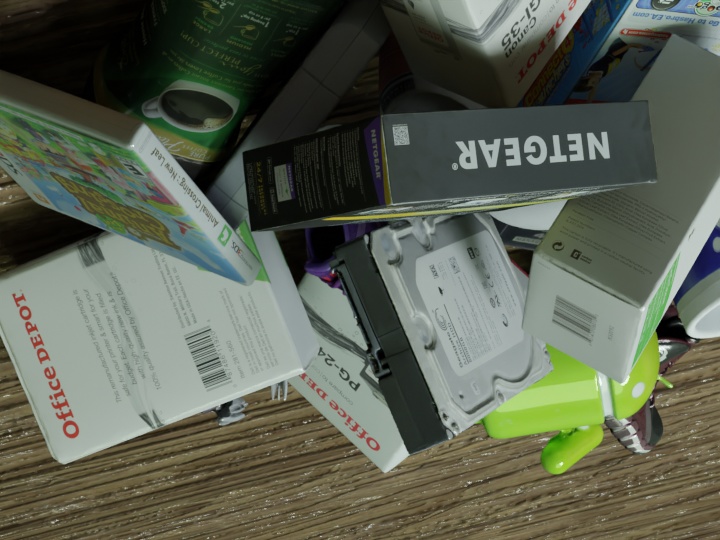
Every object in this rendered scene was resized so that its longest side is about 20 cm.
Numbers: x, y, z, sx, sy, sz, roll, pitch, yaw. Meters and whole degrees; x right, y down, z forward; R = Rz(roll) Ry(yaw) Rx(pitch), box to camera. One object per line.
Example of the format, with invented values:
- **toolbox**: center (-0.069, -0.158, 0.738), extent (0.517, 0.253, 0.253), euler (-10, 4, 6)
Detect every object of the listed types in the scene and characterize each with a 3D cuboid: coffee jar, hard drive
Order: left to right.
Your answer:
- **coffee jar**: center (-0.097, -0.143, 1.171), extent (0.103, 0.086, 0.200), euler (17, 136, -27)
- **hard drive**: center (0.058, 0.029, 1.231), extent (0.038, 0.141, 0.200), euler (-24, 179, 28)

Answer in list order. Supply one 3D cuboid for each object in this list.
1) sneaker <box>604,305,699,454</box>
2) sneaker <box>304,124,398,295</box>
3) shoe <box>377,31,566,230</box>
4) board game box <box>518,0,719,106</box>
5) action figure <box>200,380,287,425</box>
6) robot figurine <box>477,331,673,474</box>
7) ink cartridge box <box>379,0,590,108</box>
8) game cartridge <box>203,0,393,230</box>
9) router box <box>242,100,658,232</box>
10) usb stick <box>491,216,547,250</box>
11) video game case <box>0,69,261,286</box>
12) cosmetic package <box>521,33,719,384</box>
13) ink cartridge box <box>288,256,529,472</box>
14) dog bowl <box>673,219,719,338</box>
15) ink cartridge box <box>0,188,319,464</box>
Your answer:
- **sneaker**: center (0.266, 0.095, 1.687), extent (0.115, 0.076, 0.200), euler (-29, 144, 15)
- **sneaker**: center (0.000, 0.000, 1.298), extent (0.080, 0.201, 0.083), euler (-14, -159, 47)
- **shoe**: center (0.084, -0.107, 1.284), extent (0.071, 0.092, 0.199), euler (-33, 136, 29)
- **board game box**: center (0.233, -0.153, 1.321), extent (0.198, 0.056, 0.196), euler (3, 143, -25)
- **action figure**: center (-0.135, 0.061, 1.435), extent (0.198, 0.131, 0.069), euler (-15, 162, 13)
- **robot figurine**: center (0.161, 0.076, 1.564), extent (0.198, 0.116, 0.177), euler (-9, 107, 6)
- **ink cartridge box**: center (0.074, -0.211, 1.084), extent (0.147, 0.082, 0.200), euler (-54, 149, -15)
- **game cartridge**: center (-0.035, -0.114, 1.207), extent (0.040, 0.134, 0.200), euler (34, 130, -9)
- **router box**: center (0.052, -0.062, 1.114), extent (0.198, 0.053, 0.157), euler (-6, 179, -34)
- **usb stick**: center (0.144, -0.039, 1.476), extent (0.198, 0.033, 0.056), euler (9, 133, -32)
- **video game case**: center (-0.177, -0.067, 1.194), extent (0.199, 0.022, 0.182), euler (21, 162, 30)
- **cosmetic package**: center (0.190, -0.042, 1.232), extent (0.084, 0.201, 0.108), euler (28, 155, 16)
- **ink cartridge box**: center (0.026, 0.040, 1.428), extent (0.083, 0.145, 0.201), euler (-38, 166, -42)
- **dog bowl**: center (0.338, -0.023, 1.486), extent (0.198, 0.079, 0.200), euler (-20, 164, -6)
- **ink cartridge box**: center (-0.150, 0.034, 1.350), extent (0.198, 0.147, 0.084), euler (-20, -174, 10)
